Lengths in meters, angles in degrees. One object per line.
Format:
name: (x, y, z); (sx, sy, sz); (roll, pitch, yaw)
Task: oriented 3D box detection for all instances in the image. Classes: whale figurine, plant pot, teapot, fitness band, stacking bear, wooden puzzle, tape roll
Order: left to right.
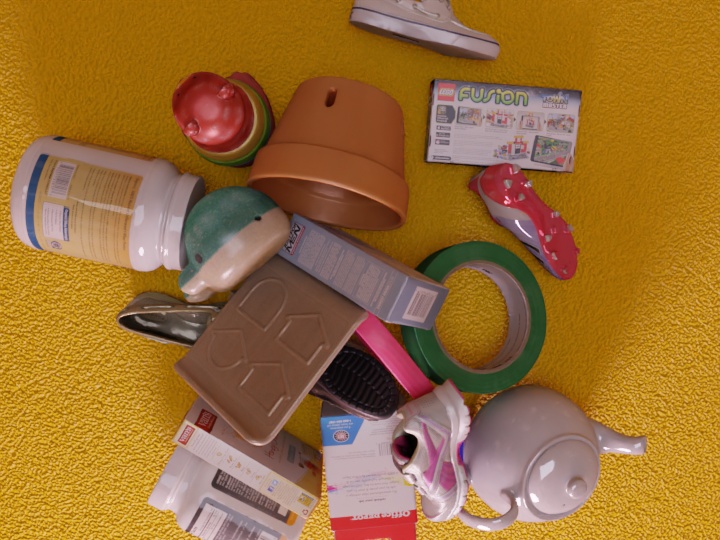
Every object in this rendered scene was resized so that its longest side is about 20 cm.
whale figurine: (-0.174, -0.031, 0.815); (0.104, 0.200, 0.159); (50, 52, -3)
stacking bear: (-0.166, -0.183, 0.783); (0.121, 0.200, 0.114); (-39, 94, 3)
wooden puzzle: (-0.108, 0.092, 0.802); (0.200, 0.185, 0.046); (-49, 142, -13)
plant pot: (-0.027, -0.144, 0.813); (0.200, 0.200, 0.140); (14, 80, -4)
fitness band: (0.034, 0.108, 0.857); (0.037, 0.144, 0.200); (-41, 108, -3)
tape roll: (0.151, 0.062, 0.873); (0.200, 0.048, 0.201); (3, 82, -19)
teapot: (0.240, 0.258, 0.869); (0.197, 0.146, 0.200); (27, 93, -23)

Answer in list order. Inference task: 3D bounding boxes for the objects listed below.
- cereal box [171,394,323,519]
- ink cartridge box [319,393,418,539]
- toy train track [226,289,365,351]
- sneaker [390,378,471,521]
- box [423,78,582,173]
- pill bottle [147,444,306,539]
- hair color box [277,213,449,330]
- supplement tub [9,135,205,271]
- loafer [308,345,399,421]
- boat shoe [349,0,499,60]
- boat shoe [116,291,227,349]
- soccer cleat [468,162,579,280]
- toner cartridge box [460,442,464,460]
cereal box: (-0.143, 0.235, 0.873); (0.200, 0.144, 0.040); (33, 95, -7)
ink cartridge box: (0.013, 0.275, 0.879); (0.116, 0.067, 0.200); (-5, 99, -1)
toy train track: (-0.087, 0.073, 0.900); (0.200, 0.033, 0.115); (23, 110, 7)
sneaker: (0.079, 0.228, 0.806); (0.088, 0.081, 0.200); (-9, 114, -14)
box: (0.190, -0.193, 0.882); (0.200, 0.035, 0.110); (4, 97, -3)
pill bottle: (-0.178, 0.317, 0.897); (0.200, 0.116, 0.117); (29, 96, -5)
hair color box: (0.000, 0.000, 0.815); (0.200, 0.099, 0.061); (31, 98, 37)
supplement tub: (-0.309, -0.080, 0.822); (0.200, 0.145, 0.145); (13, 97, -4)
loafer: (-0.039, 0.133, 0.851); (0.200, 0.071, 0.073); (29, 59, 18)
boat shoe: (0.089, -0.327, 0.846); (0.200, 0.071, 0.070); (16, 100, 2)
boat shoe: (-0.220, 0.076, 0.876); (0.200, 0.063, 0.073); (15, 107, 2)
soccer cleat: (0.227, -0.064, 0.894); (0.200, 0.076, 0.067); (47, 64, -23)
toner cartridge box: (0.058, 0.246, 0.933); (0.200, 0.043, 0.095); (16, 96, -5)
